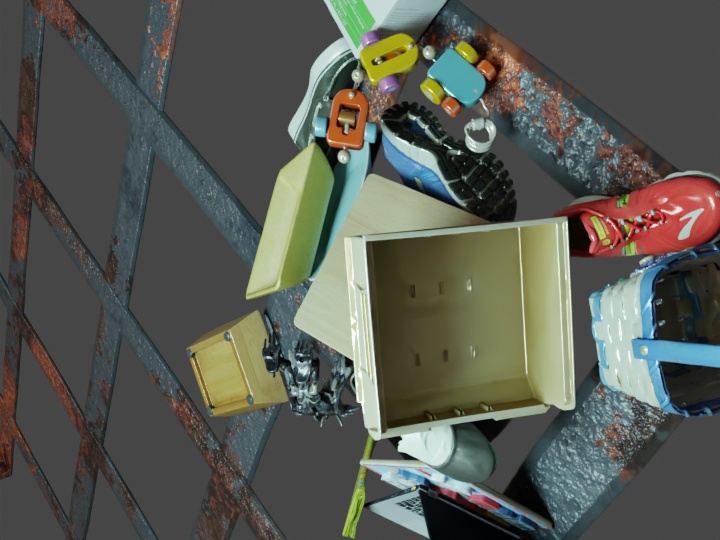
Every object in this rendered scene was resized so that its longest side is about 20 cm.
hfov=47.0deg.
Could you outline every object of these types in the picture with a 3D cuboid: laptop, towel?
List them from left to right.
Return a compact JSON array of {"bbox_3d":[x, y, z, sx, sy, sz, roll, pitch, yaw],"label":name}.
[{"bbox_3d":[0.011,0.261,1.125,0.018,0.200,0.087,17,121,2],"label":"towel"},{"bbox_3d":[0.118,0.350,0.992,0.186,0.117,0.200,31,144,-19],"label":"laptop"}]

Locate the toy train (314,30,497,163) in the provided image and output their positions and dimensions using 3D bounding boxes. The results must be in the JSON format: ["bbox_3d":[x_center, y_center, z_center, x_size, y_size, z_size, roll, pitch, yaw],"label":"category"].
[{"bbox_3d":[0.053,-0.186,0.926,0.056,0.198,0.152,61,-147,-83],"label":"toy train"}]

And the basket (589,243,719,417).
[{"bbox_3d":[0.302,0.048,0.695,0.199,0.175,0.141,2,101,61],"label":"basket"}]

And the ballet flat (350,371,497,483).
[{"bbox_3d":[0.056,0.164,0.888,0.200,0.068,0.069,34,109,44],"label":"ballet flat"}]

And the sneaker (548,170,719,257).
[{"bbox_3d":[0.254,-0.040,0.790,0.199,0.084,0.078,-14,94,51],"label":"sneaker"}]

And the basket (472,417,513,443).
[{"bbox_3d":[0.082,0.120,1.016,0.201,0.135,0.181,55,165,29],"label":"basket"}]

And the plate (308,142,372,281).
[{"bbox_3d":[-0.023,-0.079,1.081,0.200,0.025,0.202,-161,90,-73],"label":"plate"}]

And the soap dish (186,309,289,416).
[{"bbox_3d":[-0.212,0.168,1.418,0.199,0.081,0.159,-24,85,50],"label":"soap dish"}]

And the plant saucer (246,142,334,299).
[{"bbox_3d":[-0.093,-0.056,1.144,0.200,0.048,0.202,164,122,-70],"label":"plant saucer"}]

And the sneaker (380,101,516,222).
[{"bbox_3d":[0.101,-0.109,0.968,0.200,0.078,0.089,46,156,21],"label":"sneaker"}]

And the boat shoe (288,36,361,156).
[{"bbox_3d":[-0.034,-0.219,1.085,0.064,0.070,0.200,59,147,18],"label":"boat shoe"}]

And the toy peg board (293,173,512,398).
[{"bbox_3d":[0.061,0.023,0.951,0.199,0.098,0.200,26,89,35],"label":"toy peg board"}]

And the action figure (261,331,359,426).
[{"bbox_3d":[-0.068,0.160,1.231,0.118,0.103,0.200,3,149,22],"label":"action figure"}]

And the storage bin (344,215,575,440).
[{"bbox_3d":[0.094,0.054,0.804,0.094,0.198,0.201,-162,66,-74],"label":"storage bin"}]

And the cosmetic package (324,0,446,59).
[{"bbox_3d":[0.050,-0.344,0.924,0.108,0.084,0.200,62,141,18],"label":"cosmetic package"}]

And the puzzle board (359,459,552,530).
[{"bbox_3d":[0.115,0.276,1.011,0.150,0.199,0.018,-15,48,51],"label":"puzzle board"}]
